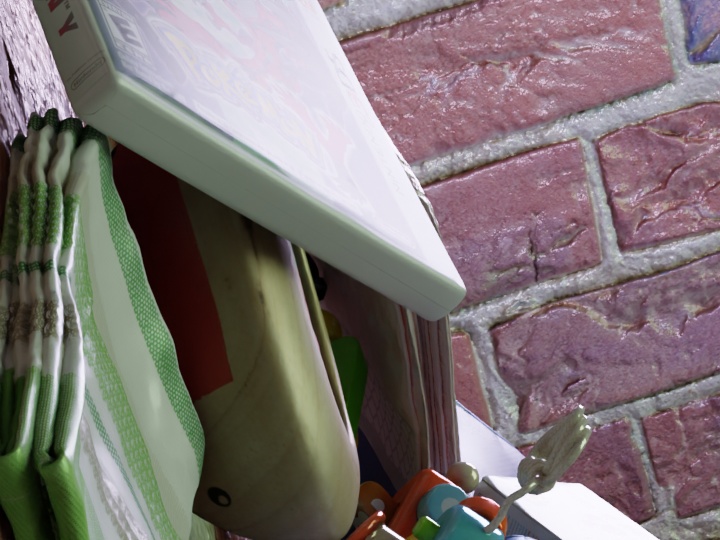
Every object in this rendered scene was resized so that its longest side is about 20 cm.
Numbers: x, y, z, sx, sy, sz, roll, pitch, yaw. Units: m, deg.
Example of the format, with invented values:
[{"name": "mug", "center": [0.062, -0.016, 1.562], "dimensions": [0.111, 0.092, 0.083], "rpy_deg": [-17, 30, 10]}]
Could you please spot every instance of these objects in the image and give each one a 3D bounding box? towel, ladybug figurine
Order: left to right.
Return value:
[{"name": "towel", "center": [-0.067, 0.055, 0.565], "dimensions": [0.200, 0.031, 0.150], "rpy_deg": [-104, 177, -61]}, {"name": "ladybug figurine", "center": [-0.054, 0.014, 0.744], "dimensions": [0.136, 0.072, 0.201], "rpy_deg": [70, 4, -60]}, {"name": "towel", "center": [0.000, 0.000, 0.951], "dimensions": [0.200, 0.032, 0.192], "rpy_deg": [-122, -158, -55]}]

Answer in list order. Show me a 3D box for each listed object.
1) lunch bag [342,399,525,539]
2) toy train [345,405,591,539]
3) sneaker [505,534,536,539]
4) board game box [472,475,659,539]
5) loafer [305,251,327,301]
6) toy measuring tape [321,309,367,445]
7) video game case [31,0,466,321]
[{"name": "lunch bag", "center": [0.027, 0.161, 1.040], "dimensions": [0.136, 0.132, 0.200], "rpy_deg": [40, 19, -30]}, {"name": "toy train", "center": [0.015, 0.110, 0.790], "dimensions": [0.056, 0.150, 0.200], "rpy_deg": [34, -26, -2]}, {"name": "sneaker", "center": [0.043, 0.206, 0.775], "dimensions": [0.200, 0.083, 0.071], "rpy_deg": [-63, 178, 1]}, {"name": "board game box", "center": [0.105, 0.195, 0.832], "dimensions": [0.200, 0.064, 0.148], "rpy_deg": [34, -69, 55]}, {"name": "loafer", "center": [-0.060, -0.007, 0.917], "dimensions": [0.200, 0.073, 0.073], "rpy_deg": [-156, -135, -90]}, {"name": "toy measuring tape", "center": [-0.043, 0.104, 0.876], "dimensions": [0.074, 0.073, 0.201], "rpy_deg": [72, 24, -56]}, {"name": "video game case", "center": [-0.053, -0.084, 0.718], "dimensions": [0.200, 0.023, 0.183], "rpy_deg": [30, 27, -47]}]
